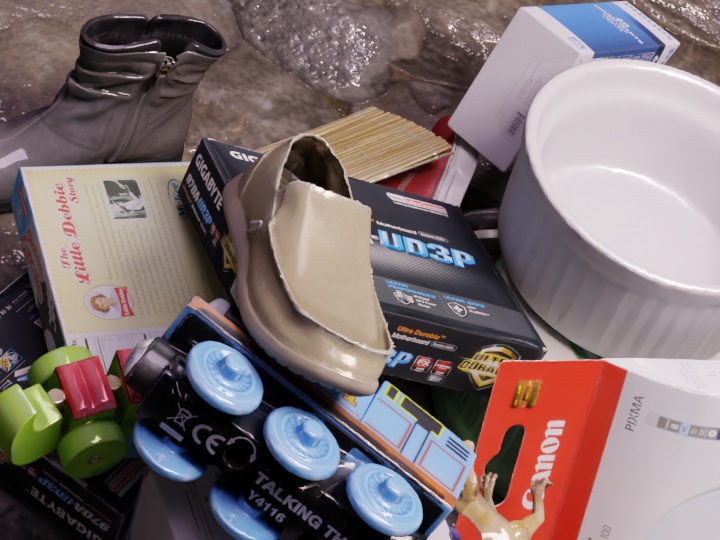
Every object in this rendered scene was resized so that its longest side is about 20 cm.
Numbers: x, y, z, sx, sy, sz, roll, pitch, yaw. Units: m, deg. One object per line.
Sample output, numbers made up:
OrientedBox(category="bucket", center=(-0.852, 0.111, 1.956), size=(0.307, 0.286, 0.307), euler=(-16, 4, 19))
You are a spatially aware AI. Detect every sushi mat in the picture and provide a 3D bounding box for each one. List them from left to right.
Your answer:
OrientedBox(category="sushi mat", center=(-0.042, -0.066, 1.445), size=(0.199, 0.012, 0.096), euler=(-22, 31, -28))

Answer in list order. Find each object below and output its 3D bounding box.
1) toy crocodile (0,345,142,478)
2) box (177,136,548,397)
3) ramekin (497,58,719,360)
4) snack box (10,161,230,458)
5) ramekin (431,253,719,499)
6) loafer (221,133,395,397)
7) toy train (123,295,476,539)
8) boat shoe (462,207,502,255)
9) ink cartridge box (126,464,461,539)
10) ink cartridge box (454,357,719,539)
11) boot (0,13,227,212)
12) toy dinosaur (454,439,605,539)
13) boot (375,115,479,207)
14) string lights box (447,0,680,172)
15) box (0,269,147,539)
OrientedBox(category="toy crocodile", center=(-0.119, 0.067, 1.196), size=(0.199, 0.062, 0.068), euler=(-10, 60, -29))
OrientedBox(category="box", center=(0.000, 0.000, 1.310), size=(0.199, 0.046, 0.159), euler=(14, 29, -31))
OrientedBox(category="ramekin", center=(0.185, -0.033, 1.375), size=(0.199, 0.098, 0.201), euler=(11, 47, -12))
OrientedBox(category="snack box", center=(-0.136, 0.020, 1.295), size=(0.115, 0.037, 0.201), euler=(-2, 53, -24))
OrientedBox(category="ramekin", center=(0.155, 0.064, 1.413), size=(0.199, 0.098, 0.201), euler=(11, 47, -12))
OrientedBox(category="loafer", center=(-0.027, -0.010, 1.158), size=(0.075, 0.068, 0.200), euler=(19, 28, -31))
OrientedBox(category="toy train", center=(-0.035, 0.092, 1.147), size=(0.200, 0.087, 0.114), euler=(37, 32, -3))
OrientedBox(category="boat shoe", center=(0.136, -0.048, 1.506), size=(0.199, 0.072, 0.068), euler=(-12, 89, -43))
OrientedBox(category="ink cartridge box", center=(-0.018, 0.173, 1.216), size=(0.199, 0.077, 0.137), euler=(-7, 53, -24))
OrientedBox(category="ink cartridge box", center=(0.166, 0.132, 1.311), size=(0.199, 0.161, 0.047), euler=(2, 30, -20))
OrientedBox(category="boot", center=(-0.194, -0.114, 1.416), size=(0.199, 0.132, 0.070), euler=(-15, 57, -31))
OrientedBox(category="toy dinosaur", center=(0.104, 0.188, 1.257), size=(0.201, 0.058, 0.101), euler=(57, 31, 1))
OrientedBox(category="boot", center=(-0.002, -0.055, 1.483), size=(0.143, 0.073, 0.201), euler=(23, 49, 2))
OrientedBox(category="string lights box", center=(0.151, -0.136, 1.541), size=(0.059, 0.103, 0.200), euler=(40, 23, 17))
OrientedBox(category="box", center=(-0.154, 0.060, 1.323), size=(0.159, 0.046, 0.200), euler=(35, 47, 10))
